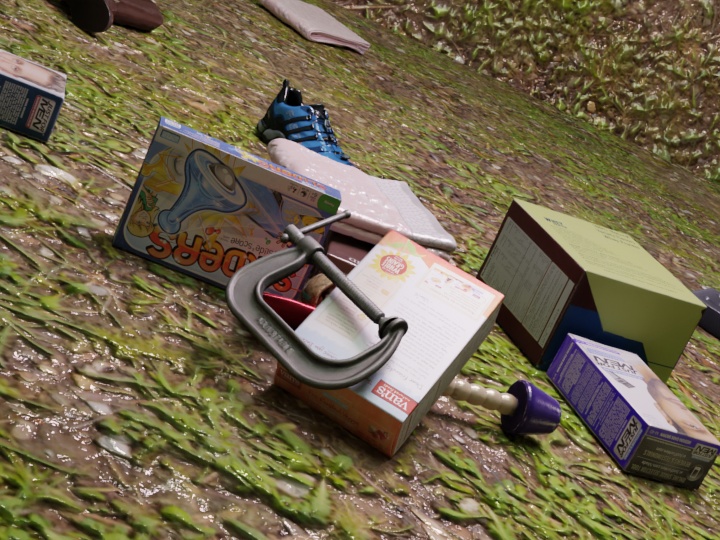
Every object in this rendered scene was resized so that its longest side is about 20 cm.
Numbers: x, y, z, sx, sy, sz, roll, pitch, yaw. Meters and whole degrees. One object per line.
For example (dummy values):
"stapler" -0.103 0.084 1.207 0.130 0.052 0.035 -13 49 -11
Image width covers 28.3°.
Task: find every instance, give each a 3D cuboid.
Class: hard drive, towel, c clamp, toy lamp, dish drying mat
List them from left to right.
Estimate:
"towel" -0.102 -0.518 2.978 0.190 0.032 0.200 7 26 -48
"c clamp" -0.030 0.023 1.295 0.169 0.027 0.200 -20 49 -27
"dish drying mat" -0.020 0.059 1.415 0.198 0.018 0.077 20 -19 -20
"towel" -0.002 -0.081 1.621 0.189 0.033 0.200 17 18 -23
"toy lamp" 0.110 0.121 1.421 0.198 0.059 0.058 20 18 -21
"hard drive" 0.600 0.095 2.202 0.199 0.043 0.134 35 20 26

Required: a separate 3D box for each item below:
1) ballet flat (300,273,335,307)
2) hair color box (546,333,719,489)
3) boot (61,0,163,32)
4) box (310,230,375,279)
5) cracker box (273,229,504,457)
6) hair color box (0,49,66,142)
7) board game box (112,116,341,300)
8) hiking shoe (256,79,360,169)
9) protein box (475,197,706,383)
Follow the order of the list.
"ballet flat" 0.035 0.051 1.460 0.197 0.071 0.065 9 7 -2
"hair color box" 0.301 0.154 1.586 0.108 0.065 0.200 17 21 -28
"boot" -0.372 -0.404 2.239 0.199 0.065 0.186 13 24 -48
"box" 0.000 0.000 1.586 0.099 0.076 0.200 24 19 -5
"cracker box" 0.028 0.063 1.331 0.133 0.058 0.200 31 47 15
"hair color box" -0.437 -0.220 1.617 0.198 0.061 0.100 21 19 -18
"board game box" -0.135 -0.054 1.444 0.198 0.137 0.035 21 17 -12
"hiking shoe" -0.068 -0.189 1.997 0.199 0.087 0.074 38 21 32
"protein box" 0.279 0.034 1.773 0.197 0.136 0.200 15 21 -28
